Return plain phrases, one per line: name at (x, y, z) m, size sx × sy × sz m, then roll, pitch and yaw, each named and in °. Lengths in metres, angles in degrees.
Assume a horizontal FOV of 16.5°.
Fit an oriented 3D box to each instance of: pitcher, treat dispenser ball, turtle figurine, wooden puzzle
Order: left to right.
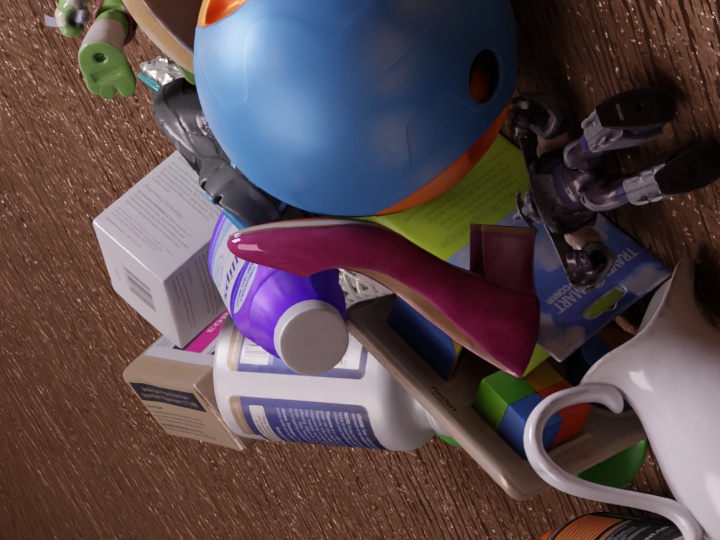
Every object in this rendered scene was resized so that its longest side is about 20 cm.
turtle figurine at (-0.142, -0.186, 1.787) m, size 0.143 × 0.194 × 0.200 m, roll 15°, pitch 130°, yaw -14°
treat dispenser ball at (-0.003, -0.133, 1.528) m, size 0.201 × 0.201 × 0.201 m, roll 41°, pitch 159°, yaw 19°
wooden puzzle at (0.112, 0.053, 1.665) m, size 0.185 × 0.200 × 0.046 m, roll 44°, pitch 133°, yaw 28°
pitcher at (0.218, 0.118, 1.572) m, size 0.200 × 0.172 × 0.121 m, roll 46°, pitch 170°, yaw 9°

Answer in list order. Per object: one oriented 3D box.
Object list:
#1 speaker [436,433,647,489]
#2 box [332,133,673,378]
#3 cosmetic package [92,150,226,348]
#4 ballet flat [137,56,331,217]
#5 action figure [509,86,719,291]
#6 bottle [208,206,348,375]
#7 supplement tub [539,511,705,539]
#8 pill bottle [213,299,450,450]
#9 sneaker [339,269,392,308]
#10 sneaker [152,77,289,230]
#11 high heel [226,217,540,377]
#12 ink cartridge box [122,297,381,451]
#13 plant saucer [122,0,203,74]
speaker at (0.127, 0.111, 1.883) m, size 0.200 × 0.088 × 0.089 m, roll 18°, pitch 145°, yaw 55°
box at (0.093, -0.017, 1.655) m, size 0.200 × 0.122 × 0.048 m, roll 40°, pitch 147°, yaw 22°
cosmetic package at (-0.095, -0.050, 1.880) m, size 0.085 × 0.200 × 0.108 m, roll 39°, pitch 158°, yaw 24°
ballet flat at (-0.072, -0.106, 1.806) m, size 0.200 × 0.072 × 0.072 m, roll 39°, pitch 159°, yaw 21°
action figure at (0.140, -0.059, 1.550) m, size 0.130 × 0.069 × 0.200 m, roll 62°, pitch 155°, yaw 1°
bottle at (-0.053, 0.010, 1.668) m, size 0.065 × 0.084 × 0.200 m, roll 16°, pitch -163°, yaw -20°
supplement tub at (0.211, 0.249, 1.908) m, size 0.123 × 0.122 × 0.200 m, roll 53°, pitch 161°, yaw -14°
pill bottle at (0.000, 0.077, 1.857) m, size 0.199 × 0.111 × 0.111 m, roll 3°, pitch 138°, yaw 27°
sneaker at (0.000, 0.000, 1.792) m, size 0.078 × 0.099 × 0.200 m, roll 54°, pitch 178°, yaw -8°
sneaker at (-0.080, -0.089, 1.699) m, size 0.073 × 0.082 × 0.200 m, roll 47°, pitch -179°, yaw -35°
high heel at (0.015, 0.016, 1.554) m, size 0.067 × 0.199 × 0.096 m, roll -169°, pitch 81°, yaw -75°
ink cartridge box at (-0.078, 0.050, 2.032) m, size 0.075 × 0.200 × 0.165 m, roll 53°, pitch 160°, yaw -16°
plant saucer at (-0.103, -0.191, 1.664) m, size 0.035 × 0.200 × 0.200 m, roll -38°, pitch 94°, yaw 33°
